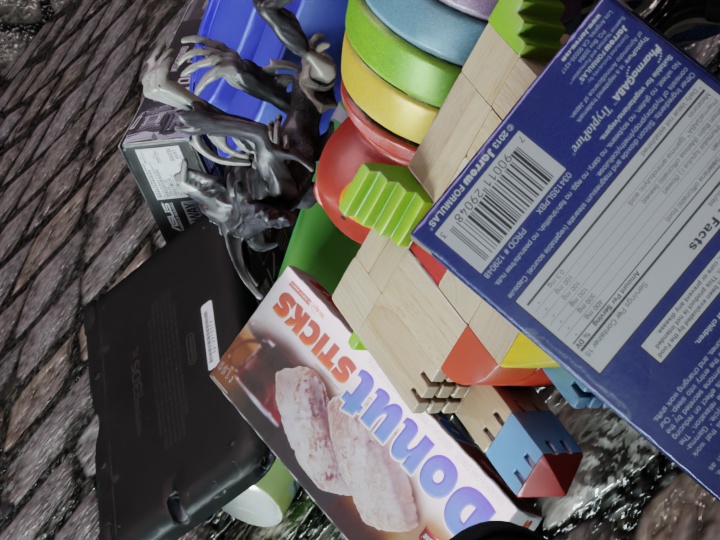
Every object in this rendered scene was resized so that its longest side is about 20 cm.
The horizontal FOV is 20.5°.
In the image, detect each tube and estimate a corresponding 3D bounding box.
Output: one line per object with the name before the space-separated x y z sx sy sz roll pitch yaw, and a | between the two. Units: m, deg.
tube | -0.027 0.059 1.188 0.058 0.052 0.200 11 54 28

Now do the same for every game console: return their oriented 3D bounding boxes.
game console | -0.091 0.098 1.124 0.176 0.116 0.200 -37 40 21

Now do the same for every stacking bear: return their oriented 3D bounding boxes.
stacking bear | 0.037 -0.094 0.928 0.114 0.121 0.201 -67 0 -57

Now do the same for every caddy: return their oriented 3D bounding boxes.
caddy | -0.017 -0.139 1.137 0.201 0.105 0.142 -67 28 23

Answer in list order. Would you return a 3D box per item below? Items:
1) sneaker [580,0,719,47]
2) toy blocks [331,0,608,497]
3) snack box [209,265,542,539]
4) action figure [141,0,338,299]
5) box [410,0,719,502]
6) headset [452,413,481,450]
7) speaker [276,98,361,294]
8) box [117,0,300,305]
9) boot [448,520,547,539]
sneaker | 0.162 -0.149 0.997 0.199 0.079 0.089 -20 9 6
toy blocks | 0.071 0.000 0.829 0.137 0.100 0.200 53 126 37
snack box | 0.003 0.082 0.947 0.072 0.024 0.200 -53 49 10
action figure | -0.054 -0.094 1.010 0.119 0.102 0.201 -88 16 -82
box | 0.131 0.005 0.738 0.121 0.200 0.032 -50 -18 5
headset | 0.101 -0.010 0.964 0.200 0.094 0.124 -45 -4 1
speaker | 0.000 0.000 1.078 0.088 0.088 0.201 -111 39 -69
box | -0.075 -0.055 1.282 0.050 0.201 0.158 -5 41 21
boot | 0.049 0.191 0.700 0.201 0.076 0.168 -63 16 -10
